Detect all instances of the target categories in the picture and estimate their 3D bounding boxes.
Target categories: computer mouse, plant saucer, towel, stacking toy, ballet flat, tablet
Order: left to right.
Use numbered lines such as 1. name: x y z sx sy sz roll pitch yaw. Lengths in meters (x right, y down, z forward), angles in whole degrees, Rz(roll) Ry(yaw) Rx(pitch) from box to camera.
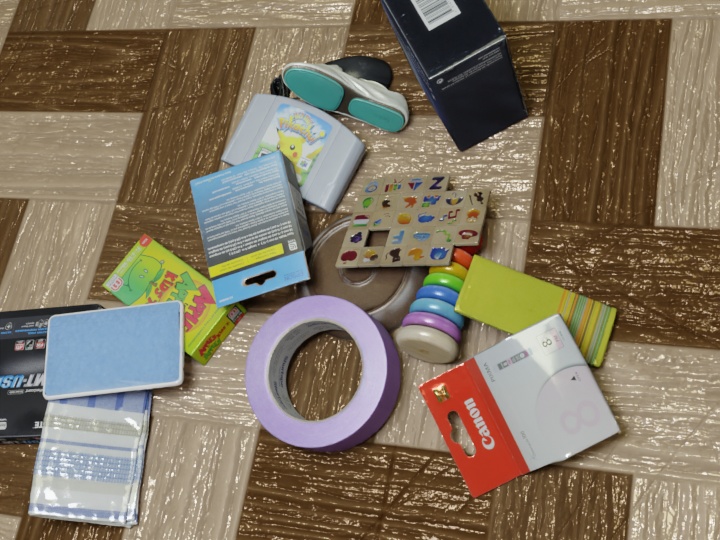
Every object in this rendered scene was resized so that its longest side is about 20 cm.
1. towel: -0.370 0.249 1.418 0.146 0.024 0.201 7 66 -10
2. tablet: -0.346 0.112 1.440 0.199 0.014 0.131 -7 62 4
3. computer mouse: -0.051 -0.264 1.571 0.199 0.046 0.141 -8 64 14
4. ballet flat: -0.020 -0.267 1.521 0.199 0.069 0.070 21 71 -10
5. plant saucer: 0.000 0.000 1.444 0.199 0.032 0.201 -7 64 14
6. stacking toy: 0.114 0.019 1.375 0.085 0.085 0.201 9 65 21
7. towel: 0.226 0.052 1.320 0.199 0.018 0.086 21 70 5

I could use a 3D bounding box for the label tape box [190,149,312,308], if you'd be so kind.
1. label tape box: -0.150 -0.052 1.463 0.144 0.063 0.201 -17 72 10

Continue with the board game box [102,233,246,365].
1. board game box: -0.274 0.040 1.503 0.200 0.048 0.102 33 79 27

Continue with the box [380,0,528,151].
1. box: 0.130 -0.311 1.448 0.123 0.198 0.201 -28 61 6

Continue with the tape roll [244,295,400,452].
1. tape roll: -0.050 0.137 1.359 0.199 0.066 0.201 -5 73 18

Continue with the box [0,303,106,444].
1. box: -0.474 0.155 1.515 0.199 0.050 0.199 -4 64 17

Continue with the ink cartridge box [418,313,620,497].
1. ink cartridge box: 0.194 0.169 1.268 0.199 0.057 0.163 -27 81 -1

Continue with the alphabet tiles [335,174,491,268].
1. alphabet tiles: 0.077 -0.070 1.415 0.199 0.008 0.168 -1 49 24

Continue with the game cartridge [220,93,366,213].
1. game cartridge: -0.098 -0.184 1.532 0.199 0.040 0.134 26 83 18
